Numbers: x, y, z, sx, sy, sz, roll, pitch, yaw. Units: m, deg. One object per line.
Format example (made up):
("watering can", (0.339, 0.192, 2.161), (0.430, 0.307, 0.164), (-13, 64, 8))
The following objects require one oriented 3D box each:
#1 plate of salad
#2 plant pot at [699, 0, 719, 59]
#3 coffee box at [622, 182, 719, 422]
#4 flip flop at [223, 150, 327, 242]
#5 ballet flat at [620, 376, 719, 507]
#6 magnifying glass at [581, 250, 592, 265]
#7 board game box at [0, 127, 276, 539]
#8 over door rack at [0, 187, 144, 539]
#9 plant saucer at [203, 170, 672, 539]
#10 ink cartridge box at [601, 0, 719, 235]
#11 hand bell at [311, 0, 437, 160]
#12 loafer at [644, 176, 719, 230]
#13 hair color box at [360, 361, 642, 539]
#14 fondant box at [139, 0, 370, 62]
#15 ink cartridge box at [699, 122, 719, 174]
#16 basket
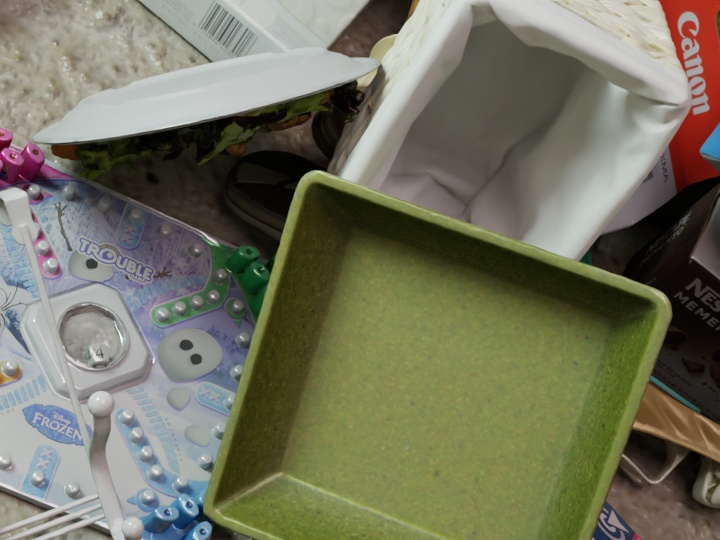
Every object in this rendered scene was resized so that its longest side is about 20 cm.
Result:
("plate of salad", (-0.084, -0.088, 0.947), (0.200, 0.200, 0.048), (-20, 104, -35))
("plant pot", (0.286, -0.128, 1.177), (0.187, 0.187, 0.200), (-35, 99, -37))
("coffee box", (0.271, 0.049, 1.091), (0.200, 0.113, 0.080), (37, 53, -5))
("flip flop", (0.000, 0.000, 1.014), (0.200, 0.058, 0.081), (32, 39, 11))
("ballet flat", (0.209, 0.115, 1.065), (0.200, 0.069, 0.063), (28, 82, -9))
("magnifying glass", (0.107, -0.062, 1.123), (0.079, 0.022, 0.200), (5, 59, -29))
("board game box", (-0.149, 0.036, 0.930), (0.200, 0.026, 0.200), (25, 55, -14))
("over door rack", (-0.205, 0.065, 0.825), (0.148, 0.067, 0.200), (-18, 84, -24))
("plant saucer", (0.040, 0.069, 0.875), (0.199, 0.200, 0.048), (20, 14, 11))
("ink cartridge box", (0.172, -0.113, 1.049), (0.200, 0.047, 0.160), (-17, 108, -10))
("hand bell", (0.042, -0.162, 1.081), (0.104, 0.104, 0.200), (23, 60, -15))
("loafer", (0.167, -0.080, 1.120), (0.200, 0.073, 0.072), (37, 32, -11))
("hair color box", (0.079, 0.147, 0.935), (0.200, 0.100, 0.061), (47, 20, 3))
("fondant box", (-0.052, -0.219, 1.105), (0.144, 0.058, 0.200), (39, 51, -4))
("ink cartridge box", (0.325, -0.115, 1.072), (0.116, 0.067, 0.200), (39, 86, -28))
("basket", (0.071, -0.078, 0.924), (0.135, 0.200, 0.123), (26, 34, -13))
